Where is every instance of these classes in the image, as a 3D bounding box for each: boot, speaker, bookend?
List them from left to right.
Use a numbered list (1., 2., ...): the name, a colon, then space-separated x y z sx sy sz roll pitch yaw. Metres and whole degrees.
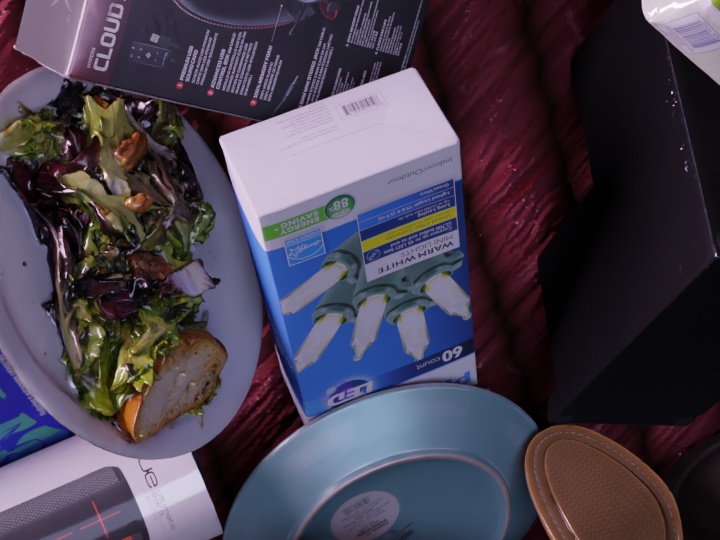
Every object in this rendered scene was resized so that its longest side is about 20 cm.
1. speaker: -0.175 0.140 0.742 0.200 0.081 0.081 -22 112 -11
2. boot: 0.157 0.191 0.841 0.200 0.155 0.077 44 69 12
3. bookend: 0.168 -0.043 0.786 0.092 0.199 0.200 3 150 -17

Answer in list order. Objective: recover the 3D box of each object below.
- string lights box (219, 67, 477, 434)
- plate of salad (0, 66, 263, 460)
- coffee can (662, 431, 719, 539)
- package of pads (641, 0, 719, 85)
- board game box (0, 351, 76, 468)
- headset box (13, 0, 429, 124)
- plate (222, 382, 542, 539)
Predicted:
1. string lights box: 0.000 0.000 0.735 0.103 0.059 0.200 -21 142 -8
2. plate of salad: -0.106 -0.009 0.692 0.048 0.200 0.200 -18 118 34
3. coffee can: 0.281 0.210 0.880 0.146 0.146 0.200 -26 112 -7
4. package of pads: 0.196 -0.163 0.673 0.068 0.200 0.154 -24 139 39
5. board game box: -0.250 0.076 0.700 0.200 0.045 0.152 -25 152 -6
6. headset box: -0.064 -0.153 0.679 0.200 0.075 0.149 8 103 -35
7. plate: 0.020 0.148 0.819 0.200 0.026 0.200 -11 130 -14
